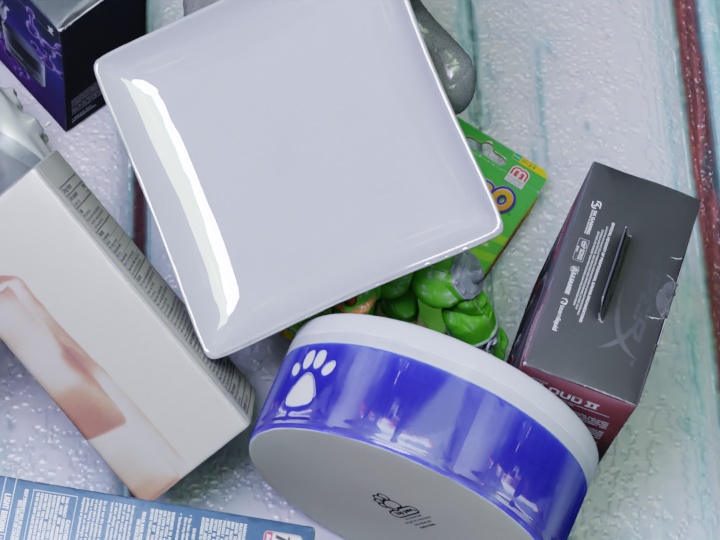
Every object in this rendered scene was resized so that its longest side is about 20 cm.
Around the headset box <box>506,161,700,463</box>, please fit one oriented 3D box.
[{"bbox_3d":[0.141,0.038,1.354,0.075,0.200,0.149,20,65,2],"label":"headset box"}]

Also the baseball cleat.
[{"bbox_3d":[-0.216,-0.024,1.418,0.106,0.070,0.200,-35,71,-4],"label":"baseball cleat"}]

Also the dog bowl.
[{"bbox_3d":[0.037,0.111,1.305,0.200,0.200,0.079,24,66,3],"label":"dog bowl"}]

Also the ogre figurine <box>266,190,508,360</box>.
[{"bbox_3d":[0.000,0.000,1.370,0.200,0.120,0.098,38,67,11],"label":"ogre figurine"}]

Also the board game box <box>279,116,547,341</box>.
[{"bbox_3d":[0.038,-0.013,1.459,0.095,0.030,0.200,32,68,7],"label":"board game box"}]

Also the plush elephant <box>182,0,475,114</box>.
[{"bbox_3d":[-0.041,-0.170,1.375,0.155,0.165,0.200,-37,67,-18],"label":"plush elephant"}]

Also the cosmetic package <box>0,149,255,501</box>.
[{"bbox_3d":[-0.159,0.033,1.323,0.087,0.103,0.200,-38,96,6],"label":"cosmetic package"}]

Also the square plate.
[{"bbox_3d":[-0.038,-0.074,1.297,0.198,0.028,0.200,-24,82,14],"label":"square plate"}]

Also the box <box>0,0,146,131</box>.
[{"bbox_3d":[-0.233,-0.212,1.452,0.079,0.141,0.200,-38,74,-22],"label":"box"}]

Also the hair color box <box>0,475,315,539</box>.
[{"bbox_3d":[-0.133,0.180,1.305,0.200,0.100,0.061,10,64,-4],"label":"hair color box"}]
